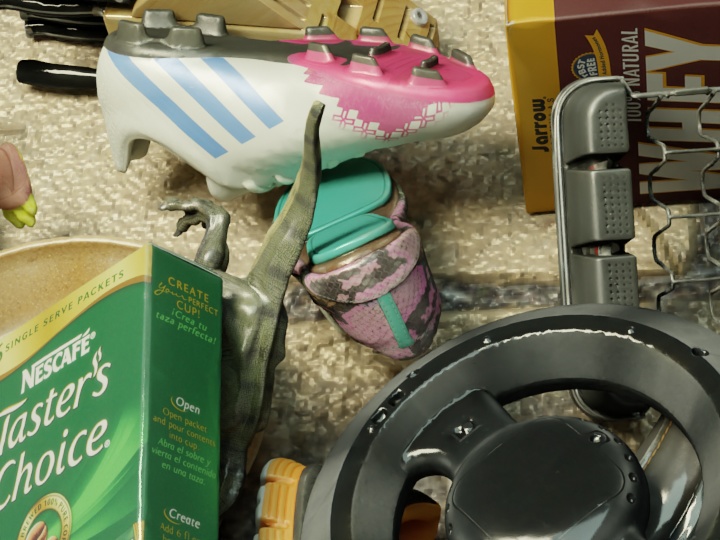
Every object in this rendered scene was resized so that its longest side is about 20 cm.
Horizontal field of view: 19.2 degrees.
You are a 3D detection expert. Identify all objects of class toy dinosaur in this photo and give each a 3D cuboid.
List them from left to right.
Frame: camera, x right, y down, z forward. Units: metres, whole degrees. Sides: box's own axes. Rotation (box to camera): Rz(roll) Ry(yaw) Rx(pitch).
[{"bbox_3d":[-0.055,0.015,0.904,0.047,0.200,0.088,8,15,-32],"label":"toy dinosaur"}]

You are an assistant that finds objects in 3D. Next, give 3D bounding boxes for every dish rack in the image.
[{"bbox_3d":[0.188,-0.014,0.927,0.200,0.055,0.154,-4,91,-2],"label":"dish rack"}]

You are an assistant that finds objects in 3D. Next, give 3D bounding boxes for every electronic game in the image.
[{"bbox_3d":[0.072,0.092,0.815,0.200,0.042,0.200,-13,45,13],"label":"electronic game"}]

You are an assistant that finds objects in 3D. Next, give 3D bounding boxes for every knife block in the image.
[{"bbox_3d":[-0.085,-0.119,1.101,0.200,0.176,0.064,33,52,-22],"label":"knife block"}]

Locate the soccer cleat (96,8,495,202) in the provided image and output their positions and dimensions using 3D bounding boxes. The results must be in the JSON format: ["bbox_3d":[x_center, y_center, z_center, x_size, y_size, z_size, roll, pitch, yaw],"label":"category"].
[{"bbox_3d":[-0.032,-0.072,1.012,0.200,0.086,0.070,9,21,20],"label":"soccer cleat"}]

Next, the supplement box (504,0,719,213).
[{"bbox_3d":[0.170,-0.150,1.027,0.200,0.133,0.197,-4,52,6],"label":"supplement box"}]

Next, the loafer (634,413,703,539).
[{"bbox_3d":[0.100,0.110,0.851,0.072,0.073,0.200,20,67,13],"label":"loafer"}]

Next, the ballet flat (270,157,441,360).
[{"bbox_3d":[0.000,0.000,0.962,0.069,0.071,0.200,-23,14,-2],"label":"ballet flat"}]

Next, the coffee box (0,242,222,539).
[{"bbox_3d":[-0.109,0.101,0.845,0.123,0.044,0.200,-29,48,38],"label":"coffee box"}]

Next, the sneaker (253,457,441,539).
[{"bbox_3d":[-0.007,0.160,0.851,0.077,0.078,0.200,2,52,0],"label":"sneaker"}]

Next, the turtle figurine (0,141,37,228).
[{"bbox_3d":[-0.242,-0.012,0.993,0.161,0.200,0.064,-24,82,-40],"label":"turtle figurine"}]

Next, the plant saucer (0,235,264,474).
[{"bbox_3d":[-0.137,0.072,0.964,0.200,0.035,0.200,-4,52,6],"label":"plant saucer"}]
